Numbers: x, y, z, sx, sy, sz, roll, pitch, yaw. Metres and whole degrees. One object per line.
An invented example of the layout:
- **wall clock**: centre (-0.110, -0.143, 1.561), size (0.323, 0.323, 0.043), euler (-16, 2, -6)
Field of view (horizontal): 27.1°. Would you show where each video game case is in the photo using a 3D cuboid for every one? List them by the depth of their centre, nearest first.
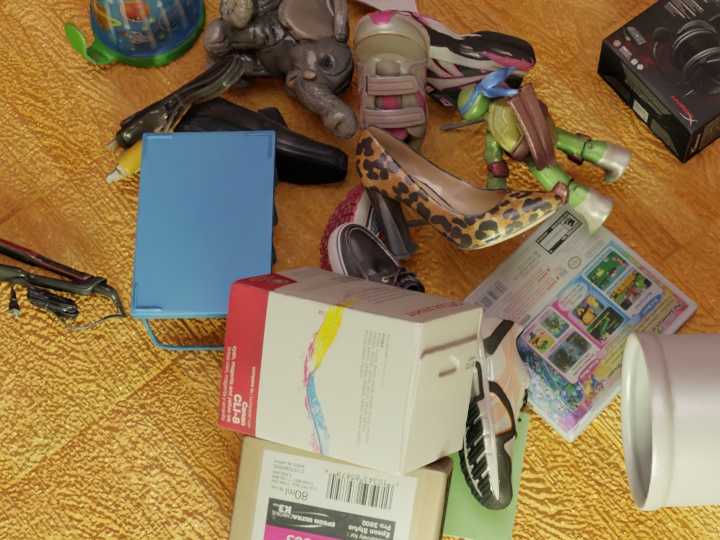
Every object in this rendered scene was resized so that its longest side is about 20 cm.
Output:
- **video game case**: centre (0.218, 0.048, 1.552), size (0.200, 0.024, 0.182), euler (-43, 72, -15)

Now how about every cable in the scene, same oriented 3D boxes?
- **cable**: centre (-0.197, -0.168, 1.612), size (0.199, 0.050, 0.097), euler (-31, 23, 16)

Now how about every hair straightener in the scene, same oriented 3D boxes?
- **hair straightener**: centre (-0.344, 0.022, 1.590), size (0.199, 0.041, 0.077), euler (21, 70, 7)

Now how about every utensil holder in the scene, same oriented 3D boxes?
- **utensil holder**: centre (0.361, 0.140, 1.427), size (0.198, 0.170, 0.171), euler (-2, 67, 1)

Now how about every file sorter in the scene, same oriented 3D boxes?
- **file sorter**: centre (-0.153, -0.027, 1.549), size (0.137, 0.123, 0.202), euler (-1, 66, 3)

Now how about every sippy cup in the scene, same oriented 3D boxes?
- **sippy cup**: centre (-0.249, -0.319, 1.675), size (0.138, 0.131, 0.179), euler (7, 67, 5)

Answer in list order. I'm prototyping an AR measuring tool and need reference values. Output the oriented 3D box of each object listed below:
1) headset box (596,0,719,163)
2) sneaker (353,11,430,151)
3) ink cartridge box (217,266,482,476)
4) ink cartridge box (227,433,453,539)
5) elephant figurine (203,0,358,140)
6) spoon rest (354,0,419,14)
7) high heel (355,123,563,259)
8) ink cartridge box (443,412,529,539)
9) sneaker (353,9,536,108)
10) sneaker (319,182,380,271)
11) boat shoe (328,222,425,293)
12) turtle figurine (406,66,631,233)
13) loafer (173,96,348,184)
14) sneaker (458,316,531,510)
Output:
- **headset box**: centre (0.384, -0.238, 1.636), size (0.199, 0.077, 0.149), euler (-35, 69, -10)
- **sneaker**: centre (0.036, -0.181, 1.556), size (0.081, 0.201, 0.089), euler (-3, 51, 9)
- **ink cartridge box**: centre (-0.008, 0.089, 1.395), size (0.199, 0.145, 0.146), euler (11, 100, 27)
- **ink cartridge box**: centre (-0.022, 0.245, 1.416), size (0.198, 0.075, 0.166), euler (9, 95, 8)
- **elephant figurine**: centre (-0.060, -0.236, 1.635), size (0.199, 0.141, 0.156), euler (20, 91, 14)
- **spoon rest**: centre (0.035, -0.307, 1.693), size (0.099, 0.061, 0.201), euler (-24, 69, -7)
- **high heel**: centre (0.093, -0.094, 1.491), size (0.199, 0.144, 0.071), euler (-12, 20, 24)
- **ink cartridge box**: centre (0.062, 0.186, 1.489), size (0.198, 0.048, 0.147), euler (8, 67, 9)
- **sneaker**: centre (0.086, -0.217, 1.620), size (0.198, 0.087, 0.081), euler (13, 31, -7)
- **sneaker**: centre (0.000, 0.000, 1.563), size (0.074, 0.081, 0.202), euler (17, 64, -22)
- **boat shoe**: centre (0.038, 0.032, 1.478), size (0.070, 0.066, 0.201), euler (-18, 75, -35)
- **turtle figurine**: centre (0.172, -0.115, 1.581), size (0.193, 0.201, 0.144), euler (27, 31, -4)
- **loafer**: centre (-0.102, -0.149, 1.628), size (0.198, 0.073, 0.073), euler (17, 65, 9)
- **sneaker**: centre (0.137, 0.134, 1.469), size (0.079, 0.074, 0.202), euler (2, 71, -19)
